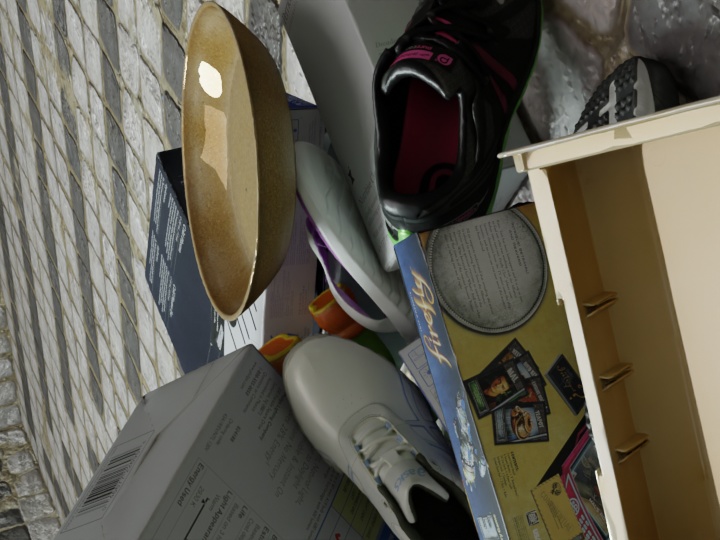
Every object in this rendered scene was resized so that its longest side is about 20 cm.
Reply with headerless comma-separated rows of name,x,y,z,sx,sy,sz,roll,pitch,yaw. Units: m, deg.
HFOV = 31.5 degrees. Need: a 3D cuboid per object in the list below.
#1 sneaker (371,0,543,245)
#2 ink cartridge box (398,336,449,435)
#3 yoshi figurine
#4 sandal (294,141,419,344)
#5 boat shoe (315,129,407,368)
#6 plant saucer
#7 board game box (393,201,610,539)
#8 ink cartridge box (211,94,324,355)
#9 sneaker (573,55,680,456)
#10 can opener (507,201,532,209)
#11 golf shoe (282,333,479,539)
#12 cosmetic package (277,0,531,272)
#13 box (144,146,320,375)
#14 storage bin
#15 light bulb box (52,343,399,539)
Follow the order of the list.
sneaker,0.050,-0.108,0.673,0.084,0.075,0.203,38,-122,-67
ink cartridge box,0.096,0.126,0.759,0.094,0.044,0.201,54,-177,-45
yoshi figurine,0.012,0.113,0.913,0.112,0.112,0.201,-31,102,33
sandal,0.000,0.004,0.840,0.203,0.049,0.083,52,-162,-32
boat shoe,-0.010,-0.012,0.968,0.091,0.070,0.204,-165,70,-66
plant saucer,-0.078,-0.070,0.822,0.200,0.035,0.204,175,90,-71
board game box,0.108,0.065,0.642,0.035,0.134,0.203,-28,78,67
ink cartridge box,-0.071,-0.027,0.935,0.094,0.044,0.203,30,121,55
sneaker,0.146,-0.003,0.606,0.074,0.079,0.204,142,129,-68
can opener,0.117,0.057,0.715,0.078,0.063,0.202,-23,95,25
golf shoe,0.025,0.113,0.774,0.200,0.078,0.097,48,174,11
cosmetic package,0.023,-0.119,0.798,0.202,0.080,0.113,66,158,19
box,-0.120,0.011,1.186,0.201,0.103,0.184,110,141,-54
storage bin,0.160,0.033,0.455,0.196,0.093,0.203,-10,95,39
light bulb box,-0.081,0.197,0.819,0.124,0.199,0.200,-25,115,40
